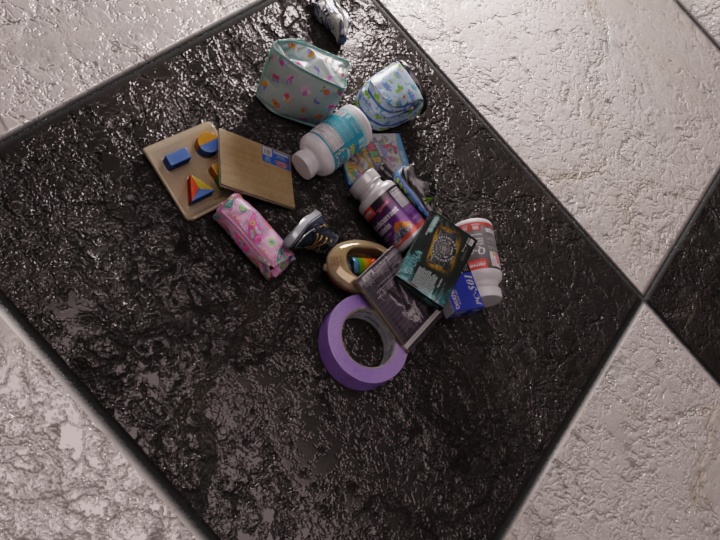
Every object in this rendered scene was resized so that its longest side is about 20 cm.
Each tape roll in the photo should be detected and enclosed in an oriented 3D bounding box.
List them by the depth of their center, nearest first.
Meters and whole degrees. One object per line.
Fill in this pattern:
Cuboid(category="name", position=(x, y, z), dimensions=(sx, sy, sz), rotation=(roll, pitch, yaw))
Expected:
Cuboid(category="tape roll", position=(0.007, 0.159, 1.534), dimensions=(0.196, 0.066, 0.205), rotation=(11, 62, -21))

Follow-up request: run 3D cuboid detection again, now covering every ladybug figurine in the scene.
Cuboid(category="ladybug figurine", position=(0.000, 0.000, 1.596), dimensions=(0.195, 0.072, 0.139), rotation=(6, 59, -24))

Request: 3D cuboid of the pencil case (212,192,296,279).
Cuboid(category="pencil case", position=(-0.233, -0.072, 1.509), dimensions=(0.201, 0.087, 0.087), rotation=(49, 56, 2))

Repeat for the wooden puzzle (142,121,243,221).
Cuboid(category="wooden puzzle", position=(-0.359, -0.232, 1.543), dimensions=(0.184, 0.046, 0.202), rotation=(-32, 84, -33))

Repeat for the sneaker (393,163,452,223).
Cuboid(category="sneaker", position=(0.165, -0.177, 1.685), dimensions=(0.082, 0.071, 0.201), rotation=(-40, 95, -5))

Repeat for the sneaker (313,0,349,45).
Cuboid(category="sneaker", position=(-0.088, -0.695, 1.884), dimensions=(0.083, 0.077, 0.204), rotation=(-8, 63, -18))

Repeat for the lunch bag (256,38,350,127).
Cuboid(category="lunch bag", position=(-0.146, -0.459, 1.678), dimensions=(0.196, 0.171, 0.124), rotation=(18, 54, -15))

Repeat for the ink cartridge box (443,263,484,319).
Cuboid(category="ink cartridge box", position=(0.216, 0.009, 1.642), dimensions=(0.092, 0.044, 0.204), rotation=(-7, 68, -29))

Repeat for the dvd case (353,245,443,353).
Cuboid(category="dvd case", position=(0.090, 0.063, 1.562), dimensions=(0.148, 0.016, 0.201), rotation=(-41, 96, -37))

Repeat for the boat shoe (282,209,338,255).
Cuboid(category="boat shoe", position=(-0.104, -0.073, 1.540), dimensions=(0.091, 0.071, 0.200), rotation=(45, 23, -4))

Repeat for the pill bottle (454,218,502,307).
Cuboid(category="pill bottle", position=(0.292, -0.017, 1.724), dimensions=(0.113, 0.116, 0.205), rotation=(3, 66, -24))

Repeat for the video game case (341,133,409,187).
Cuboid(category="video game case", position=(0.035, -0.287, 1.780), dimensions=(0.196, 0.018, 0.146), rotation=(-7, 70, -29))

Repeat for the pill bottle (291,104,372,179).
Cuboid(category="pill bottle", position=(-0.072, -0.305, 1.670), dimensions=(0.199, 0.111, 0.111), rotation=(-41, 88, -22))

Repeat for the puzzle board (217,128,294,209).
Cuboid(category="puzzle board", position=(-0.241, -0.231, 1.589), dimensions=(0.197, 0.017, 0.154), rotation=(16, 55, -39))

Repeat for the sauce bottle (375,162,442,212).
Cuboid(category="sauce bottle", position=(0.117, -0.193, 1.744), dimensions=(0.199, 0.065, 0.065), rotation=(40, 56, -8))

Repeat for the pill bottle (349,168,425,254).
Cuboid(category="pill bottle", position=(0.066, -0.145, 1.674), dimensions=(0.201, 0.111, 0.111), rotation=(49, 56, 2))

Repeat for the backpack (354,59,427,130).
Cuboid(category="backpack", position=(0.074, -0.457, 1.817), dimensions=(0.198, 0.154, 0.165), rotation=(-33, 90, -21))

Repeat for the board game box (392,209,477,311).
Cuboid(category="board game box", position=(0.174, -0.026, 1.592), dimensions=(0.134, 0.028, 0.202), rotation=(33, 65, -3))
